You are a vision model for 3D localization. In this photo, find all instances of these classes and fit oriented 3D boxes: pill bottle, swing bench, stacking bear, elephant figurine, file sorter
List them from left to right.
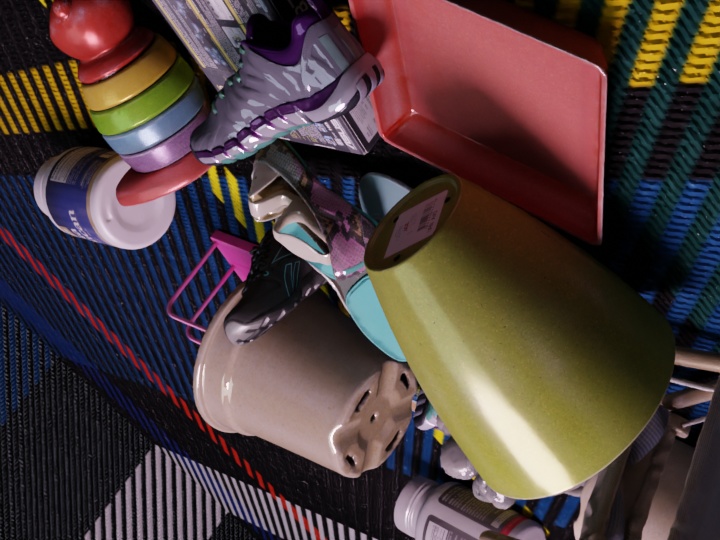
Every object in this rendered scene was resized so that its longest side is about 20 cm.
[{"bbox_3d":[-0.318,-0.092,1.491,0.199,0.112,0.111,12,148,50],"label":"pill bottle"},{"bbox_3d":[-0.216,-0.179,1.143,0.113,0.122,0.201,-4,128,41],"label":"stacking bear"},{"bbox_3d":[-0.123,0.076,1.499,0.138,0.126,0.201,19,153,40],"label":"file sorter"},{"bbox_3d":[0.144,0.356,1.670,0.198,0.111,0.111,22,155,38],"label":"pill bottle"},{"bbox_3d":[0.164,0.164,1.171,0.154,0.143,0.200,22,172,34],"label":"elephant figurine"},{"bbox_3d":[0.226,0.158,0.944,0.129,0.201,0.199,38,156,-27],"label":"swing bench"}]

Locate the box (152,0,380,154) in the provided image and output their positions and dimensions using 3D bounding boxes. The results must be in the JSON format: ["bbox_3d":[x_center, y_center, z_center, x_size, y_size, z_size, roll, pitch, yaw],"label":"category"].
[{"bbox_3d":[-0.081,-0.185,0.977,0.160,0.049,0.201,13,149,44],"label":"box"}]

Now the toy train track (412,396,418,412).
[{"bbox_3d":[0.067,0.150,1.483,0.198,0.033,0.115,24,149,20],"label":"toy train track"}]

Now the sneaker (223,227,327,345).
[{"bbox_3d":[-0.089,0.008,1.230,0.075,0.200,0.080,-36,94,33],"label":"sneaker"}]

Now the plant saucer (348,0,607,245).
[{"bbox_3d":[0.088,-0.122,0.842,0.198,0.037,0.200,30,159,24],"label":"plant saucer"}]

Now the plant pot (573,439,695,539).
[{"bbox_3d":[0.297,0.241,1.086,0.183,0.200,0.201,34,164,44],"label":"plant pot"}]

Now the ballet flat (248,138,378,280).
[{"bbox_3d":[-0.057,-0.058,1.107,0.200,0.071,0.070,43,159,39],"label":"ballet flat"}]

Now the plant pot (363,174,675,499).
[{"bbox_3d":[0.100,0.030,0.907,0.200,0.188,0.186,46,158,-23],"label":"plant pot"}]

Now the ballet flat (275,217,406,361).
[{"bbox_3d":[0.000,0.000,1.217,0.200,0.069,0.069,46,159,-5],"label":"ballet flat"}]

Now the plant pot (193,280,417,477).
[{"bbox_3d":[-0.047,0.122,1.323,0.182,0.201,0.201,27,158,34],"label":"plant pot"}]

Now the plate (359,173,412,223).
[{"bbox_3d":[0.061,-0.001,1.099,0.200,0.026,0.201,45,164,16],"label":"plate"}]

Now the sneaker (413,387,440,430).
[{"bbox_3d":[0.125,0.140,1.311,0.086,0.076,0.200,17,167,-11],"label":"sneaker"}]

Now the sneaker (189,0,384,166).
[{"bbox_3d":[-0.071,-0.144,0.907,0.198,0.075,0.088,-17,114,43],"label":"sneaker"}]
